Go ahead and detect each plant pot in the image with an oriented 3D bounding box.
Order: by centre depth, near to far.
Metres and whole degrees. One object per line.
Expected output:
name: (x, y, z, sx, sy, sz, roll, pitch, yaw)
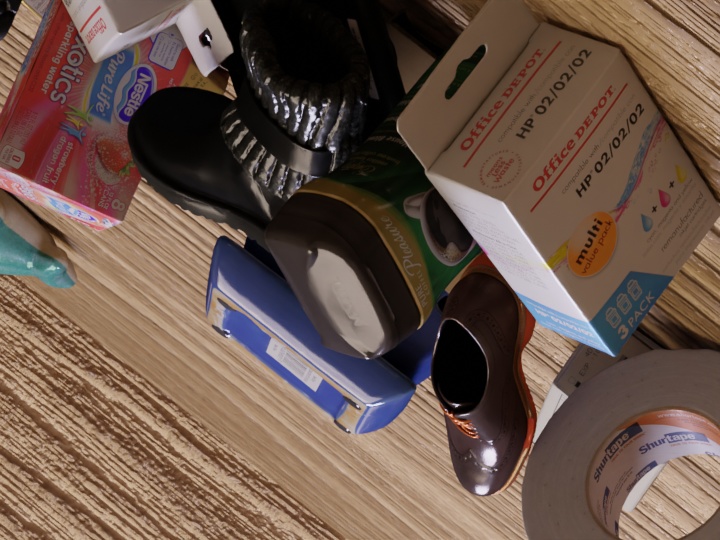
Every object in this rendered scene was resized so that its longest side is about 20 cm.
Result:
plant pot: (0.000, 0.000, 1.899, 0.200, 0.180, 0.200, 39, 168, 3)

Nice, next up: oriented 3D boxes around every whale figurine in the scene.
whale figurine: (-0.437, -0.032, 3.200, 0.200, 0.104, 0.159, 35, 167, 15)

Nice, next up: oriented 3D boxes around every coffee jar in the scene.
coffee jar: (0.036, -0.044, 1.556, 0.085, 0.200, 0.105, 12, 139, 49)

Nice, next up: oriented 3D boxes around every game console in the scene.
game console: (-0.033, -0.146, 1.663, 0.177, 0.031, 0.201, 15, 130, 50)

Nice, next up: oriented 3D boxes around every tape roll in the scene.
tape roll: (0.211, 0.153, 1.789, 0.200, 0.201, 0.066, 28, 165, 38)

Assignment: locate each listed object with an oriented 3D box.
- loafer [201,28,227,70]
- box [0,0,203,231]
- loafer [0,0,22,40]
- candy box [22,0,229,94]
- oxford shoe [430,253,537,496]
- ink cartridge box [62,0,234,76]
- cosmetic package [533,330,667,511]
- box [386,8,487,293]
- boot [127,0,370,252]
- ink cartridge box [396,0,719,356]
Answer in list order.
loafer: (-0.064, -0.147, 1.805, 0.073, 0.071, 0.200, 45, 166, -25)
box: (-0.177, -0.139, 1.824, 0.102, 0.201, 0.095, 24, 171, -13)
loafer: (-0.219, -0.236, 1.628, 0.070, 0.201, 0.068, 26, -178, 41)
candy box: (-0.185, -0.191, 1.939, 0.200, 0.056, 0.117, 43, -167, -11)
oxford shoe: (0.072, 0.083, 1.773, 0.071, 0.073, 0.201, 21, 135, 27)
ink cartridge box: (-0.164, -0.209, 1.722, 0.201, 0.068, 0.116, 62, 166, -2)
cosmetic package: (0.193, 0.108, 1.982, 0.105, 0.071, 0.200, 36, 167, 6)
box: (0.056, -0.065, 1.720, 0.163, 0.021, 0.200, 38, 148, 3)
boot: (-0.069, -0.104, 1.647, 0.211, 0.079, 0.158, 29, 143, 32)
ink cartridge box: (0.116, -0.057, 1.513, 0.068, 0.115, 0.200, 24, 162, 44)
